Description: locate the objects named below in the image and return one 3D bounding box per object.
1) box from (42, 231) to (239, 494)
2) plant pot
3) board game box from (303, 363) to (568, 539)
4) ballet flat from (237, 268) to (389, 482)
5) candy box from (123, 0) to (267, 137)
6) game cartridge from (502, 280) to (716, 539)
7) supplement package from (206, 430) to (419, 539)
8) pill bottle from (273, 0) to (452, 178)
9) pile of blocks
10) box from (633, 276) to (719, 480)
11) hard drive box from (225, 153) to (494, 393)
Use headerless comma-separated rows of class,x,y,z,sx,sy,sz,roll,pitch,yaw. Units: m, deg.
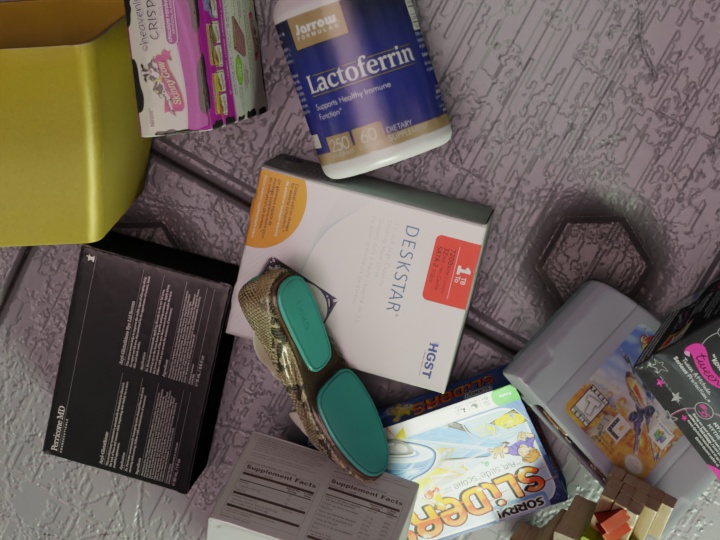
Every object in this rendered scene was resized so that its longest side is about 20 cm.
box,-0.194,0.081,1.310,0.141,0.079,0.200,15,104,4
plant pot,-0.279,-0.124,1.234,0.199,0.200,0.177,-2,111,10
board game box,0.066,0.175,1.285,0.200,0.034,0.136,-21,116,13
ballet flat,-0.044,0.090,1.225,0.075,0.068,0.200,-13,110,45
candy box,-0.132,-0.186,1.183,0.061,0.200,0.137,-5,99,10
game cartridge,0.230,0.112,1.231,0.133,0.042,0.200,-45,98,-11
supplement package,-0.049,0.265,1.264,0.155,0.111,0.200,16,129,9
pill bottle,-0.006,-0.186,1.205,0.115,0.116,0.200,-17,97,13
pile of blocks,0.187,0.240,1.230,0.082,0.062,0.200,43,140,-2
box,0.343,0.102,1.180,0.115,0.132,0.200,-36,94,39
hard drive box,0.000,0.000,1.261,0.200,0.077,0.156,14,104,7
